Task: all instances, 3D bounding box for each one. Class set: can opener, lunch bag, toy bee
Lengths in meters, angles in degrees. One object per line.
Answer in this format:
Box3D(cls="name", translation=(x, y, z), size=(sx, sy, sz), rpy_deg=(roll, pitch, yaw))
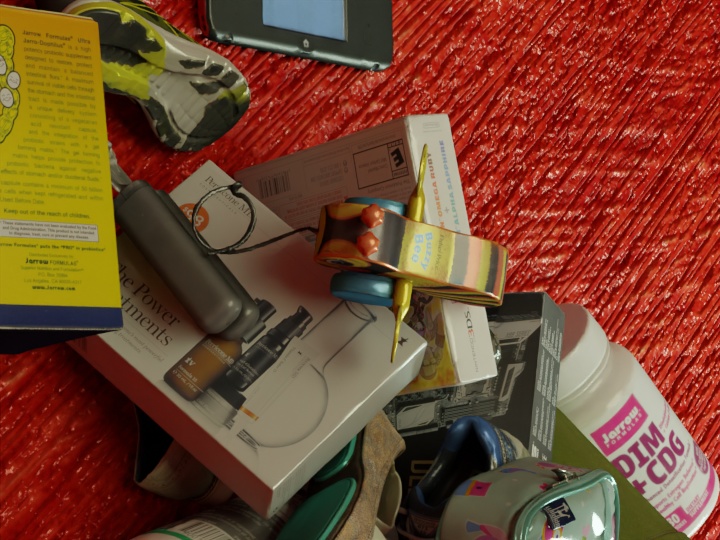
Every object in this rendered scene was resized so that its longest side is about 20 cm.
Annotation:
Box3D(cls="can opener", translation=(-0.148, -0.023, 1.346), size=(0.200, 0.067, 0.053), rpy_deg=(50, 9, 23))
Box3D(cls="lunch bag", translation=(0.114, 0.223, 1.371), size=(0.160, 0.077, 0.201), rpy_deg=(-10, 105, -55))
Box3D(cls="toy bee", translation=(0.012, -0.008, 1.295), size=(0.200, 0.109, 0.131), rpy_deg=(-10, 89, -21))

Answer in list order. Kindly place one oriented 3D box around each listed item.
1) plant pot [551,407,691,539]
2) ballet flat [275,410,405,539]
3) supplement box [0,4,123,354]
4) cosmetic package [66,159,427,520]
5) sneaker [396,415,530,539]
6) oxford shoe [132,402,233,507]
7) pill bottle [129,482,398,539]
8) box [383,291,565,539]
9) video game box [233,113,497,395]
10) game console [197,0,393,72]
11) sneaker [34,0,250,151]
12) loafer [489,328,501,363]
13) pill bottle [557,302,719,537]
Box3D(cls="plant pot", translation=(0.144, 0.206, 1.561), size=(0.200, 0.200, 0.190), rpy_deg=(-12, 60, -47))
Box3D(cls="ballet flat", translation=(-0.005, 0.157, 1.352), size=(0.067, 0.068, 0.200), rpy_deg=(49, 32, -17))
Box3D(cls="supplement box", translation=(-0.229, -0.054, 1.293), size=(0.109, 0.109, 0.201), rpy_deg=(3, 78, -47))
Box3D(cls="cosmetic package", translation=(-0.080, 0.042, 1.363), size=(0.200, 0.052, 0.151), rpy_deg=(39, 61, 15))
Box3D(cls="sneaker", translation=(0.049, 0.185, 1.400), size=(0.200, 0.077, 0.085), rpy_deg=(-68, 151, -22))
Box3D(cls="oxford shoe", translation=(-0.116, 0.057, 1.415), size=(0.074, 0.071, 0.201), rpy_deg=(13, 70, -41))
Box3D(cls="pill bottle", translation=(-0.069, 0.206, 1.391), size=(0.200, 0.113, 0.113), rpy_deg=(-14, 91, -51))
Box3D(cls="box", translation=(0.060, 0.118, 1.518), size=(0.050, 0.157, 0.200), rpy_deg=(43, 50, -56))
Box3D(cls="video game box", translation=(0.000, 0.000, 1.453), size=(0.047, 0.200, 0.183), rpy_deg=(-5, 85, -40))
Box3D(cls="game console", translation=(-0.049, -0.250, 1.592), size=(0.200, 0.031, 0.177), rpy_deg=(5, 76, -45))
Box3D(cls="sneaker", translation=(-0.147, -0.152, 1.431), size=(0.085, 0.074, 0.200), rpy_deg=(56, 11, 34))
Box3D(cls="loafer", translation=(0.043, 0.012, 1.502), size=(0.063, 0.200, 0.072), rpy_deg=(-23, 127, -27))
Box3D(cls="pill bottle", translation=(0.196, 0.130, 1.695), size=(0.200, 0.113, 0.113), rpy_deg=(52, 48, -24))
